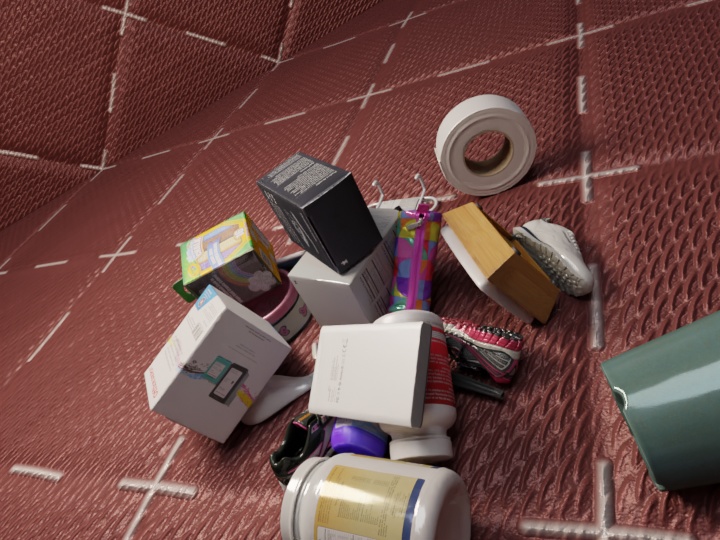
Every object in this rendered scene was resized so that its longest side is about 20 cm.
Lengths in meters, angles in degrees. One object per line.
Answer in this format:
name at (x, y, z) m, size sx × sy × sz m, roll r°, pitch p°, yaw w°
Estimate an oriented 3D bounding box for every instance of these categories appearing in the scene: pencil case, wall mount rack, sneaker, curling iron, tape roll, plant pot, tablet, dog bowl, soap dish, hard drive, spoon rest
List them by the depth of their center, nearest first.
plant pot at (0.388, 0.137, 0.569) m, size 0.196 × 0.200 × 0.200 m, roll -24°, pitch 36°, yaw 19°
hard drive at (0.008, 0.140, 0.730) m, size 0.200 × 0.027 × 0.132 m, roll -9°, pitch 67°, yaw 46°
sneaker at (-0.064, 0.242, 0.808) m, size 0.080 × 0.086 × 0.200 m, roll 6°, pitch 48°, yaw 35°
curling iron at (0.129, 0.174, 0.817) m, size 0.200 × 0.026 × 0.050 m, roll 5°, pitch 54°, yaw 36°
sneaker at (0.159, 0.118, 0.829) m, size 0.200 × 0.080 × 0.075 m, roll 13°, pitch 96°, yaw 55°
soap dish at (0.229, -0.018, 0.869) m, size 0.081 × 0.157 × 0.200 m, roll -46°, pitch 32°, yaw 18°
sneaker at (0.340, -0.033, 0.894) m, size 0.080 × 0.077 × 0.200 m, roll -20°, pitch 37°, yaw -5°
pencil case at (0.095, -0.015, 0.930) m, size 0.088 × 0.088 × 0.201 m, roll 7°, pitch 93°, yaw 38°
spoon rest at (-0.139, 0.207, 0.937) m, size 0.200 × 0.061 × 0.099 m, roll -34°, pitch 33°, yaw 15°
tape roll at (0.261, -0.259, 1.104) m, size 0.202 × 0.203 × 0.071 m, roll -19°, pitch 38°, yaw 13°
dog bowl at (-0.200, 0.078, 1.104) m, size 0.200 × 0.074 × 0.200 m, roll -17°, pitch 38°, yaw 14°
tablet at (-0.194, -0.009, 1.187) m, size 0.200 × 0.014 × 0.130 m, roll -18°, pitch -5°, yaw 13°
wall mount rack at (0.067, -0.145, 1.197) m, size 0.200 × 0.075 × 0.174 m, roll -4°, pitch 43°, yaw 31°

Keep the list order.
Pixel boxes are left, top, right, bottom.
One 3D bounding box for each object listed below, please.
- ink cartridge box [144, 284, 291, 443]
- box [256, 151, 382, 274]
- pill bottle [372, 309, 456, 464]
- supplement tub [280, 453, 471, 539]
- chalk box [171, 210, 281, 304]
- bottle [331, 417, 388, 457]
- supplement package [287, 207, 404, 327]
ink cartridge box at (-0.253, 0.160, 0.918) m, size 0.200 × 0.146 × 0.147 m, roll -54°, pitch 29°, yaw -4°
box at (-0.075, -0.106, 0.927) m, size 0.104 × 0.148 × 0.200 m, roll -39°, pitch 38°, yaw -15°
pill bottle at (0.076, 0.167, 0.752) m, size 0.112 × 0.112 × 0.200 m, roll -14°, pitch 61°, yaw 18°
supplement tub at (0.018, 0.302, 0.634) m, size 0.200 × 0.145 × 0.145 m, roll -3°, pitch 43°, yaw 31°
chalk box at (-0.283, -0.003, 1.072) m, size 0.200 × 0.125 × 0.124 m, roll -26°, pitch 48°, yaw 5°
bottle at (0.013, 0.189, 0.813) m, size 0.065 × 0.083 × 0.200 m, roll -33°, pitch 31°, yaw 42°
supplement package at (0.000, 0.000, 1.002) m, size 0.152 × 0.151 × 0.200 m, roll 7°, pitch 49°, yaw 38°
